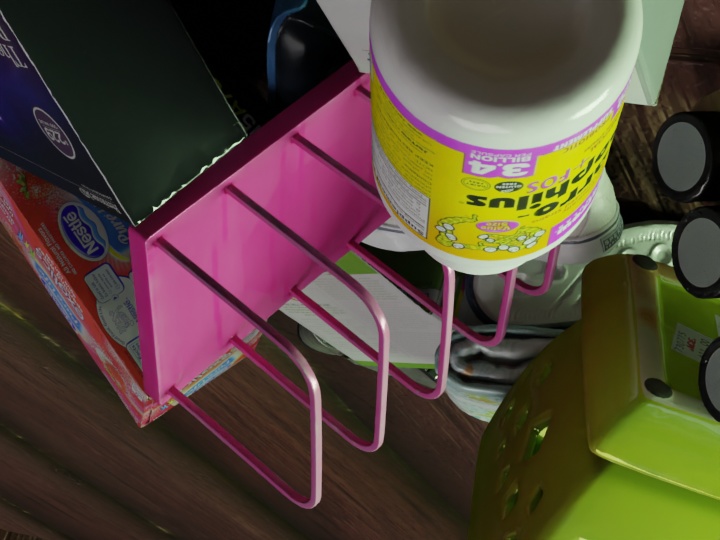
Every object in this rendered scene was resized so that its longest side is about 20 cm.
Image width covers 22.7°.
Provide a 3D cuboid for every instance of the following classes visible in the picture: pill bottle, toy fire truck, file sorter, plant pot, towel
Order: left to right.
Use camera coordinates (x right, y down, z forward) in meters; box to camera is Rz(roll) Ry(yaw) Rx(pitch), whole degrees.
[{"bbox_3d":[0.000,0.000,0.913,0.125,0.200,0.140,37,150,24],"label":"file sorter"},{"bbox_3d":[0.055,-0.065,0.751,0.103,0.105,0.200,14,162,6],"label":"pill bottle"},{"bbox_3d":[0.151,0.080,1.177,0.198,0.049,0.171,6,166,8],"label":"towel"},{"bbox_3d":[0.181,0.117,0.995,0.197,0.201,0.183,19,122,-6],"label":"plant pot"},{"bbox_3d":[0.261,-0.024,0.854,0.128,0.178,0.200,-1,165,-33],"label":"toy fire truck"}]

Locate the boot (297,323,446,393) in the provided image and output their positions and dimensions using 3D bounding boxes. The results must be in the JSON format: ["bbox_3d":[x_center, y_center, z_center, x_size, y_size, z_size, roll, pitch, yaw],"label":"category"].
[{"bbox_3d":[0.045,0.062,1.451,0.198,0.068,0.131,23,167,3],"label":"boot"}]

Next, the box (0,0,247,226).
[{"bbox_3d":[-0.159,-0.117,0.886,0.199,0.079,0.142,24,151,55],"label":"box"}]

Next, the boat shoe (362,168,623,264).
[{"bbox_3d":[0.063,-0.054,1.102,0.198,0.071,0.070,10,134,31],"label":"boat shoe"}]

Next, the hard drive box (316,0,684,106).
[{"bbox_3d":[0.048,-0.159,0.777,0.154,0.077,0.200,9,160,24],"label":"hard drive box"}]

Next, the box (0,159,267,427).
[{"bbox_3d":[-0.159,-0.011,1.191,0.201,0.099,0.096,54,162,8],"label":"box"}]

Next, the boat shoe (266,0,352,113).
[{"bbox_3d":[-0.015,-0.092,1.018,0.068,0.085,0.200,11,163,4],"label":"boat shoe"}]

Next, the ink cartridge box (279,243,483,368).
[{"bbox_3d":[0.006,-0.003,1.263,0.147,0.076,0.200,0,154,41],"label":"ink cartridge box"}]

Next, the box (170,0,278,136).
[{"bbox_3d":[-0.123,-0.089,1.048,0.200,0.048,0.193,47,154,-4],"label":"box"}]

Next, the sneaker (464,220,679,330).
[{"bbox_3d":[0.168,0.010,1.188,0.198,0.082,0.146,1,179,4],"label":"sneaker"}]
